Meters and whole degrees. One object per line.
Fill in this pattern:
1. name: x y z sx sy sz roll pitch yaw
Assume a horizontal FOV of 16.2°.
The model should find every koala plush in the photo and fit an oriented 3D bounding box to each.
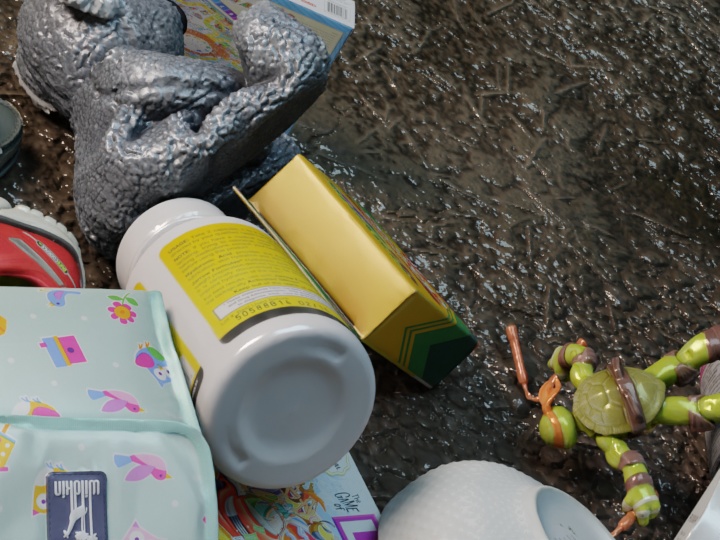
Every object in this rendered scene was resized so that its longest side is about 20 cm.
1. koala plush: -0.154 -0.124 1.660 0.183 0.178 0.200 -35 74 -28

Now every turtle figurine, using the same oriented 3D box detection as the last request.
1. turtle figurine: 0.183 0.083 1.713 0.160 0.065 0.201 -17 44 -6

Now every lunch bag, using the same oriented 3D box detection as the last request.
1. lunch bag: -0.176 0.110 1.402 0.169 0.122 0.201 3 46 -25

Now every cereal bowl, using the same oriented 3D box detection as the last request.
1. cereal bowl: 0.109 0.192 1.524 0.200 0.083 0.200 40 22 -20

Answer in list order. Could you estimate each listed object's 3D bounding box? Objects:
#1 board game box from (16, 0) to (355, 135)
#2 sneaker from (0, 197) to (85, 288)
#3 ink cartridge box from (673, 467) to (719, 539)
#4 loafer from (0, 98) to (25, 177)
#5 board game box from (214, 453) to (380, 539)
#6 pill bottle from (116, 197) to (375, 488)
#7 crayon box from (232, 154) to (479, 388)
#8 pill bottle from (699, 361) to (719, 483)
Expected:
1. board game box: -0.121 -0.167 1.758 0.199 0.135 0.034 22 37 -17
2. sneaker: -0.256 -0.010 1.524 0.199 0.077 0.085 16 44 -23
3. ink cartridge box: 0.289 0.189 1.632 0.160 0.201 0.047 33 -1 0
4. loafer: -0.282 -0.082 1.594 0.072 0.063 0.199 48 38 18
5. board game box: -0.033 0.186 1.492 0.134 0.034 0.201 1 47 -38
6. pill bottle: -0.078 0.035 1.518 0.111 0.112 0.200 9 23 -31
7. crayon box: 0.000 0.000 1.646 0.127 0.051 0.200 50 5 20
8. pill bottle: 0.299 0.132 1.763 0.113 0.114 0.201 22 37 -16
